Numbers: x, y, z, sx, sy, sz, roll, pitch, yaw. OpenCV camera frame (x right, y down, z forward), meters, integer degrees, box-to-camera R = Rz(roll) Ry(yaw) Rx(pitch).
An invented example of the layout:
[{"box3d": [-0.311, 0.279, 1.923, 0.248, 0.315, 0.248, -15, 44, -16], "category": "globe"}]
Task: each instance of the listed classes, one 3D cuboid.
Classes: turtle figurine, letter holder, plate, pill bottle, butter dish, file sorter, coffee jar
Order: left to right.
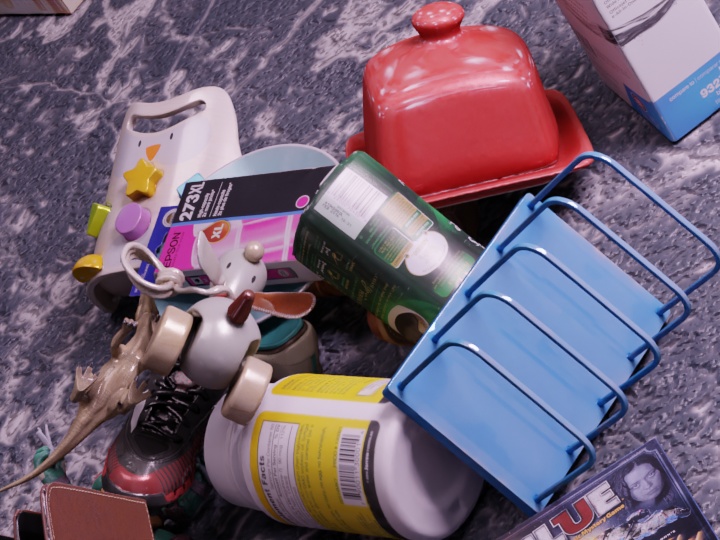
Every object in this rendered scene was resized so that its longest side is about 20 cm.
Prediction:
[{"box3d": [-0.203, 0.263, 1.538, 0.100, 0.142, 0.202, -23, 70, 20], "category": "letter holder"}, {"box3d": [-0.177, 0.186, 1.732, 0.148, 0.102, 0.200, -7, 29, -23], "category": "turtle figurine"}, {"box3d": [-0.091, -0.020, 1.837, 0.199, 0.026, 0.201, -21, 43, 20], "category": "plate"}, {"box3d": [-0.015, 0.134, 1.628, 0.199, 0.115, 0.115, 2, 48, 43], "category": "pill bottle"}, {"box3d": [0.049, 0.005, 1.652, 0.085, 0.199, 0.104, -49, -9, -22], "category": "coffee jar"}, {"box3d": [0.075, -0.148, 1.814, 0.198, 0.149, 0.200, -13, 24, 1], "category": "butter dish"}, {"box3d": [0.138, 0.039, 1.530, 0.200, 0.138, 0.123, -52, 2, -29], "category": "file sorter"}]

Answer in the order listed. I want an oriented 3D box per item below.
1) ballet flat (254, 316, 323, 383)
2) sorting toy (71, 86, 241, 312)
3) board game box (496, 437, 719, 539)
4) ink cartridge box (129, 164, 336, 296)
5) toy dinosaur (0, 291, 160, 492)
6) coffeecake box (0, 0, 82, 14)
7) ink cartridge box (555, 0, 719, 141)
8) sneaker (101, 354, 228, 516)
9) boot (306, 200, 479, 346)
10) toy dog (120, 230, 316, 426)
[{"box3d": [-0.095, 0.069, 1.830, 0.070, 0.070, 0.199, -49, 30, -19], "category": "ballet flat"}, {"box3d": [-0.175, -0.072, 1.985, 0.199, 0.107, 0.182, -11, 66, 34], "category": "sorting toy"}, {"box3d": [0.141, 0.211, 1.460, 0.199, 0.035, 0.136, -34, 33, 4], "category": "board game box"}, {"box3d": [-0.106, -0.031, 1.813, 0.199, 0.037, 0.095, -7, 52, 34], "category": "ink cartridge box"}, {"box3d": [-0.195, 0.096, 1.681, 0.201, 0.058, 0.101, -56, 3, -20], "category": "toy dinosaur"}, {"box3d": [-0.378, -0.384, 2.641, 0.199, 0.073, 0.154, 6, 52, 47], "category": "coffeecake box"}, {"box3d": [0.211, -0.224, 1.780, 0.083, 0.200, 0.145, -36, 33, 0], "category": "ink cartridge box"}, {"box3d": [-0.141, 0.105, 1.693, 0.070, 0.099, 0.201, 20, 34, 10], "category": "sneaker"}, {"box3d": [0.000, 0.000, 1.804, 0.154, 0.077, 0.201, -9, 37, 27], "category": "boot"}, {"box3d": [-0.097, 0.021, 1.649, 0.097, 0.131, 0.201, -56, 30, 26], "category": "toy dog"}]
